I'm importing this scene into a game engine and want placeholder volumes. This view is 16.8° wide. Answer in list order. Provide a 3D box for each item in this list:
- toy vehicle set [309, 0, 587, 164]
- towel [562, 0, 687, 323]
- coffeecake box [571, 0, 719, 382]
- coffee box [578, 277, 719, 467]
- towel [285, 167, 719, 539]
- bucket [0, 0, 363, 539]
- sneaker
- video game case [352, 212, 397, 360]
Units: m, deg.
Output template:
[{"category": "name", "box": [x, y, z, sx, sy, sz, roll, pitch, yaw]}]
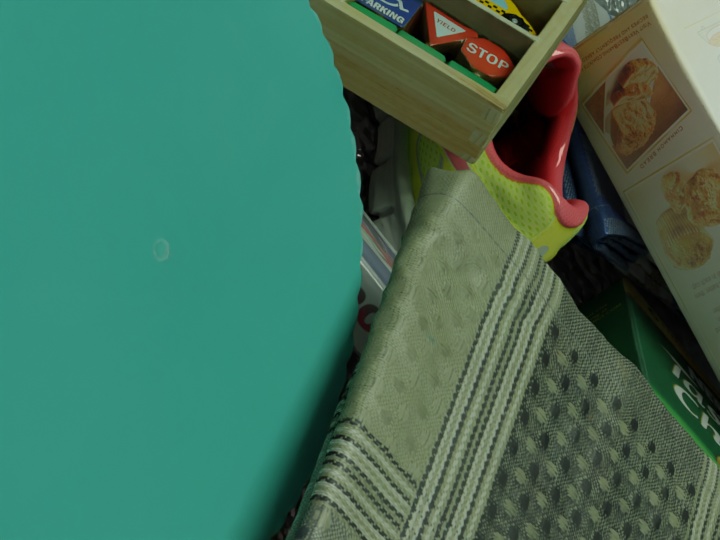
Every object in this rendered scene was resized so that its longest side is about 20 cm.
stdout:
[{"category": "toy vehicle set", "box": [-0.018, -0.126, 0.876, 0.199, 0.027, 0.124, 31, 37, 3]}, {"category": "towel", "box": [0.124, -0.050, 1.052, 0.200, 0.024, 0.148, 27, 45, -56]}, {"category": "coffeecake box", "box": [0.192, -0.031, 0.969, 0.153, 0.073, 0.201, -26, 86, -35]}, {"category": "coffee box", "box": [0.125, 0.090, 0.913, 0.123, 0.044, 0.200, 50, 14, -14]}, {"category": "towel", "box": [0.042, 0.103, 0.659, 0.193, 0.034, 0.201, 48, 48, -29]}, {"category": "bucket", "box": [-0.101, -0.008, 0.609, 0.207, 0.134, 0.209, -4, 94, -58]}, {"category": "sneaker", "box": [0.048, -0.078, 0.948, 0.078, 0.090, 0.202, 18, 53, -44]}, {"category": "video game case", "box": [0.000, 0.000, 0.797, 0.183, 0.023, 0.200, 52, 4, -9]}]
